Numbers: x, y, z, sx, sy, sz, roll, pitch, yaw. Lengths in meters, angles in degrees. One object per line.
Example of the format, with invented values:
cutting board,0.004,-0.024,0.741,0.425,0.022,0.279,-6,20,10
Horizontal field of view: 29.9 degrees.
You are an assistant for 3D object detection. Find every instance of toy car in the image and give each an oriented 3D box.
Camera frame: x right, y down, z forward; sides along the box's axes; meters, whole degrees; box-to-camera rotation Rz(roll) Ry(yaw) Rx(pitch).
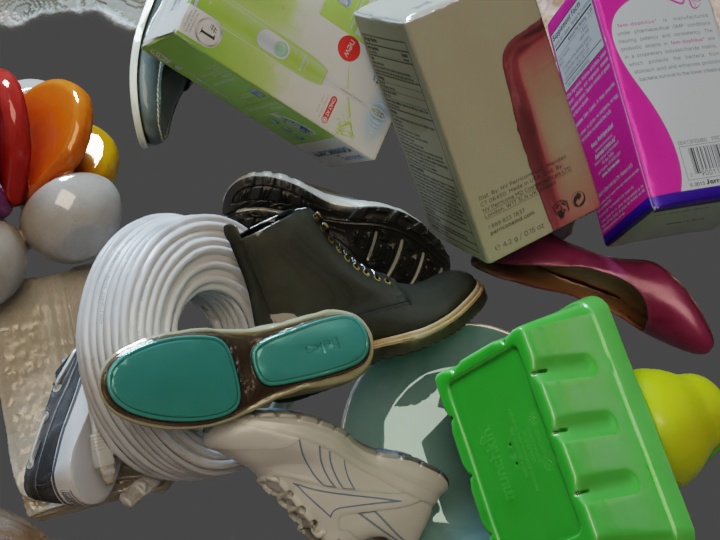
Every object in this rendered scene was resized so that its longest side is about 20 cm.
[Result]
toy car,-0.294,-0.083,1.068,0.198,0.151,0.176,-27,56,-11

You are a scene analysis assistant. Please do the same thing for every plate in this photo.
plate,0.082,0.139,1.070,0.197,0.026,0.203,1,70,-1

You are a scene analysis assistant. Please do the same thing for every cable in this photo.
cable,-0.126,0.055,1.014,0.199,0.069,0.203,-23,100,-51

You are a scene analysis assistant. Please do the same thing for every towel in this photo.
towel,-0.222,0.091,1.080,0.131,0.035,0.202,-12,69,-7

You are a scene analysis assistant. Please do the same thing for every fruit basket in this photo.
fruit basket,0.178,0.130,1.010,0.214,0.155,0.218,29,45,-32

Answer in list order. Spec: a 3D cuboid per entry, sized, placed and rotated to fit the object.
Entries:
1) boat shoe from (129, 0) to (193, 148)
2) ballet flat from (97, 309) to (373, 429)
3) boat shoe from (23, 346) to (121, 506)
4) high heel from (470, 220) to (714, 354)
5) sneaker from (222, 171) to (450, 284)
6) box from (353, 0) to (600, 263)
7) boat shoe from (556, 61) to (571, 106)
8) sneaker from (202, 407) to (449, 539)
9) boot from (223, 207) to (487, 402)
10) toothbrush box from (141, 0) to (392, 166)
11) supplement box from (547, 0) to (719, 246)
boat shoe,-0.158,-0.197,1.172,0.061,0.073,0.202,4,64,4
ballet flat,-0.087,0.071,0.942,0.198,0.070,0.070,-7,68,-20
boat shoe,-0.202,0.085,1.031,0.067,0.072,0.202,-3,58,30
high heel,0.186,0.022,1.094,0.096,0.068,0.199,-38,59,-24
sneaker,-0.017,-0.034,1.110,0.198,0.079,0.075,22,99,-9
box,0.091,-0.127,1.061,0.108,0.128,0.202,-25,110,-11
boat shoe,0.175,-0.123,1.149,0.198,0.071,0.070,22,68,6
sneaker,-0.027,0.156,0.980,0.198,0.074,0.088,25,77,-21
boot,0.000,0.000,1.037,0.199,0.077,0.140,-24,99,-32
toothbrush box,-0.055,-0.198,1.109,0.199,0.086,0.147,31,76,-26
supplement box,0.232,-0.134,1.076,0.100,0.103,0.203,-8,77,-14
